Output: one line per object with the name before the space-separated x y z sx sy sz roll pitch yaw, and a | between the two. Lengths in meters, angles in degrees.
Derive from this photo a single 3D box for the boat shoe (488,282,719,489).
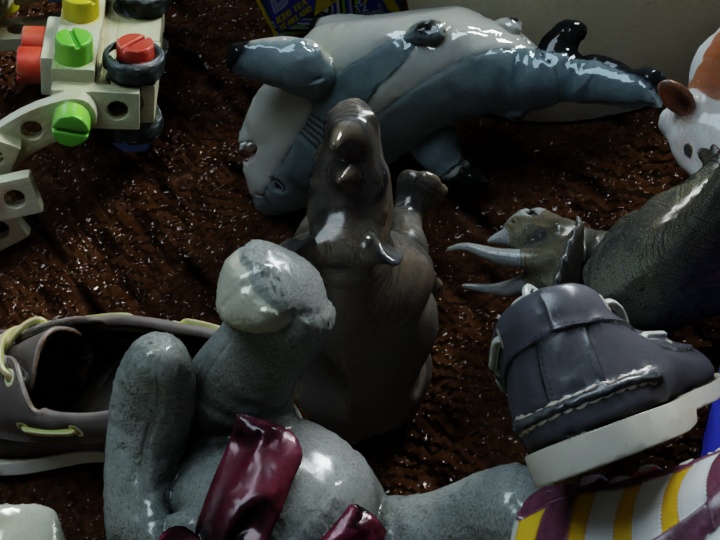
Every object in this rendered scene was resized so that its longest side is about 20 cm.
boat shoe | 0.080 0.029 0.887 0.073 0.063 0.200 -22 -1 8

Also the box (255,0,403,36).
box | -0.008 -0.207 1.309 0.070 0.064 0.200 -9 42 21

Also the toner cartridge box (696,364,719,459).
toner cartridge box | 0.158 0.100 0.892 0.095 0.043 0.200 -5 44 28

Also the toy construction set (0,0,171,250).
toy construction set | -0.158 -0.101 1.256 0.131 0.092 0.200 2 50 -2

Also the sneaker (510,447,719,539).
sneaker | 0.101 0.085 0.847 0.200 0.075 0.090 -39 45 -14

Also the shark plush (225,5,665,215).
shark plush | 0.038 -0.072 1.129 0.200 0.083 0.091 -6 10 17

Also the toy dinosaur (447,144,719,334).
toy dinosaur | 0.120 -0.005 0.977 0.102 0.077 0.200 -33 8 -16

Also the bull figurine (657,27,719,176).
bull figurine | 0.205 -0.104 1.074 0.121 0.065 0.200 11 53 33

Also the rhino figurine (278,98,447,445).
rhino figurine | 0.000 0.000 0.986 0.060 0.200 0.088 9 65 7

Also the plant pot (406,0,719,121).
plant pot | 0.098 -0.184 1.167 0.200 0.135 0.200 -16 39 14

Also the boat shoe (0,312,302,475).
boat shoe | -0.118 0.047 1.094 0.200 0.060 0.072 6 50 34

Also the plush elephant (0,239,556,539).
plush elephant | -0.054 0.115 0.911 0.200 0.165 0.155 -34 14 39
